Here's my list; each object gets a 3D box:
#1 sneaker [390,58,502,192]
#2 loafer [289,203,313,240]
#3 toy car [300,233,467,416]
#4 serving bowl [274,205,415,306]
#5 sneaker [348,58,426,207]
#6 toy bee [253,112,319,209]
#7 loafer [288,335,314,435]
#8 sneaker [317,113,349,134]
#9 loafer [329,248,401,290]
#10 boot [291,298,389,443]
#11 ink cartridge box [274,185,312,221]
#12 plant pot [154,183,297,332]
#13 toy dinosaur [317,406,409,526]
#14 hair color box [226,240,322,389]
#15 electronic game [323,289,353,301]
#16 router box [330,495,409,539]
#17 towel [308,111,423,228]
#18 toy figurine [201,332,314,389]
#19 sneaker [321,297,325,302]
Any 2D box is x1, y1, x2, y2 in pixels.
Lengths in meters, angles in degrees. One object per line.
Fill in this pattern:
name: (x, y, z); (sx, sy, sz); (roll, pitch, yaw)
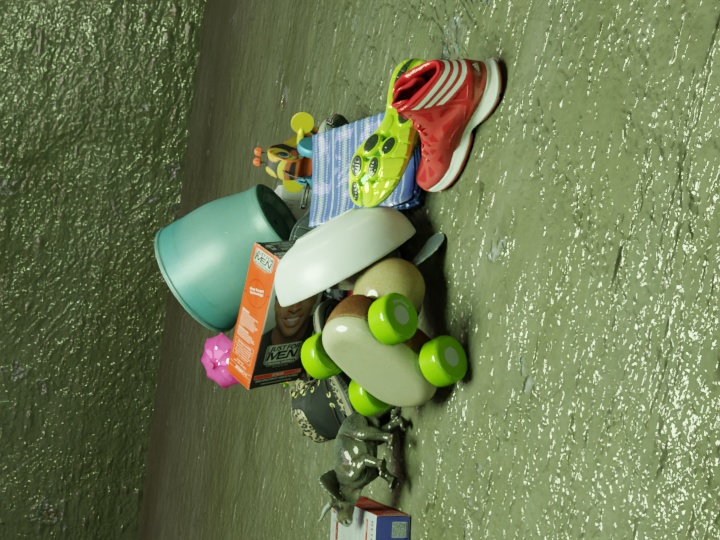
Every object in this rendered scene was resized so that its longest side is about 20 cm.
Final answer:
sneaker: (0.076, -0.175, 1.133); (0.201, 0.114, 0.079); (115, 152, -45)
loafer: (-0.063, -0.071, 1.530); (0.063, 0.071, 0.202); (109, -178, -59)
toy car: (0.046, 0.048, 1.177); (0.164, 0.157, 0.201); (-30, 29, 45)
serving bowl: (-0.030, -0.031, 1.242); (0.066, 0.199, 0.200); (60, 160, -5)
sneaker: (0.052, -0.166, 1.230); (0.202, 0.073, 0.084); (-65, -26, -7)
toy bee: (-0.104, -0.179, 1.488); (0.200, 0.107, 0.133); (-48, -26, -76)
loafer: (-0.077, 0.171, 1.496); (0.067, 0.075, 0.202); (40, 138, 33)
sneaker: (-0.001, -0.173, 1.425); (0.075, 0.080, 0.201); (-56, 39, 25)
loafer: (0.000, 0.000, 1.376); (0.199, 0.063, 0.072); (6, 47, 51)
boot: (-0.046, 0.150, 1.358); (0.150, 0.073, 0.202); (-22, 91, 53)
ink cartridge box: (-0.124, -0.029, 1.715); (0.145, 0.083, 0.203); (141, 131, -63)
plant pot: (-0.197, -0.035, 1.573); (0.187, 0.200, 0.201); (-33, 42, 15)
toy dinosaur: (0.002, 0.224, 1.241); (0.077, 0.101, 0.203); (44, -126, -56)
hair color box: (-0.116, 0.061, 1.374); (0.061, 0.101, 0.203); (32, 117, 40)
electronic game: (-0.036, 0.049, 1.511); (0.200, 0.041, 0.203); (-175, 90, -71)
router box: (0.006, 0.414, 1.287); (0.179, 0.048, 0.203); (168, 106, -70)
towel: (0.004, -0.143, 1.332); (0.198, 0.024, 0.147); (-11, 71, 38)
toy figurine: (-0.192, 0.150, 1.720); (0.200, 0.181, 0.152); (-145, 62, -69)
sneaker: (-0.095, 0.049, 1.519); (0.200, 0.069, 0.077); (138, 131, -72)
